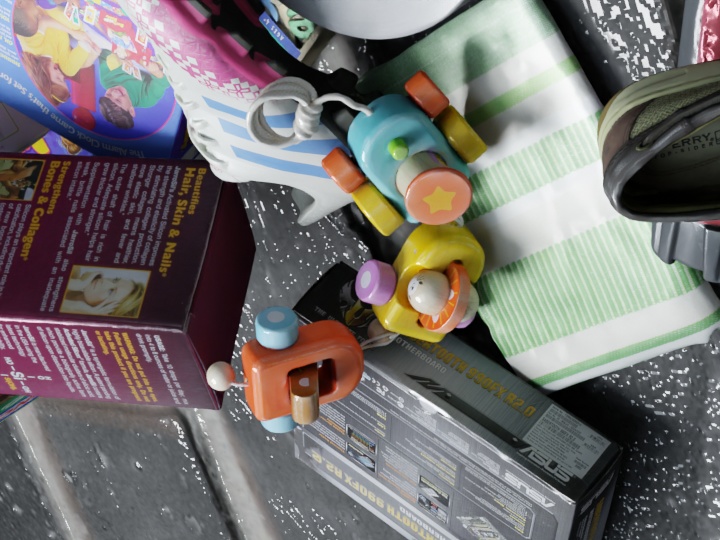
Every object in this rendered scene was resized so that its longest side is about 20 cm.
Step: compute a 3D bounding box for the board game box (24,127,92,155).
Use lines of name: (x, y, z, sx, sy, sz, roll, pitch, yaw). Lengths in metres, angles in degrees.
board game box: (-0.215, -0.129, 1.085, 0.199, 0.045, 0.136, -3, 117, 46)

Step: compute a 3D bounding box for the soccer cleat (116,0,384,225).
soccer cleat: (-0.067, -0.089, 0.846, 0.086, 0.070, 0.199, -36, 125, 25)

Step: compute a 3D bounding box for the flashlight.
flashlight: (0.163, -0.092, 0.718, 0.067, 0.068, 0.202, 8, 128, 9)

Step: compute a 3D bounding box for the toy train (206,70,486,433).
toy train: (0.000, 0.000, 0.853, 0.056, 0.148, 0.202, -125, 31, -50)

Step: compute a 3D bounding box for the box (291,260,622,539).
box: (0.049, 0.105, 0.982, 0.199, 0.048, 0.159, 33, 149, 23)

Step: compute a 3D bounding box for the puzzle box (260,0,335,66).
puzzle box: (-0.097, -0.184, 0.939, 0.200, 0.025, 0.133, 49, 143, 4)

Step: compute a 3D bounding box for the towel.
towel: (0.089, -0.036, 0.872, 0.152, 0.023, 0.201, -24, 100, 51)

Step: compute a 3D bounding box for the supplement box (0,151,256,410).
supplement box: (-0.167, 0.004, 0.933, 0.197, 0.111, 0.086, 3, 147, 12)

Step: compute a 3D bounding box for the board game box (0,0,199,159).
board game box: (-0.171, -0.148, 0.940, 0.199, 0.045, 0.135, 30, 137, 7)

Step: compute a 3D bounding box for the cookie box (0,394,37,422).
cookie box: (-0.226, 0.039, 1.130, 0.076, 0.171, 0.200, 53, 143, 2)

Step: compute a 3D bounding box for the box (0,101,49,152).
box: (-0.304, -0.133, 1.053, 0.112, 0.101, 0.201, -23, 102, 50)

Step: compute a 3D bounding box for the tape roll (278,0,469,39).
tape roll: (0.001, -0.213, 0.785, 0.199, 0.066, 0.202, 26, 136, 28)

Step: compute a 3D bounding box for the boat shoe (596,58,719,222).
boat shoe: (0.189, -0.057, 0.662, 0.198, 0.065, 0.074, -18, 121, 21)
